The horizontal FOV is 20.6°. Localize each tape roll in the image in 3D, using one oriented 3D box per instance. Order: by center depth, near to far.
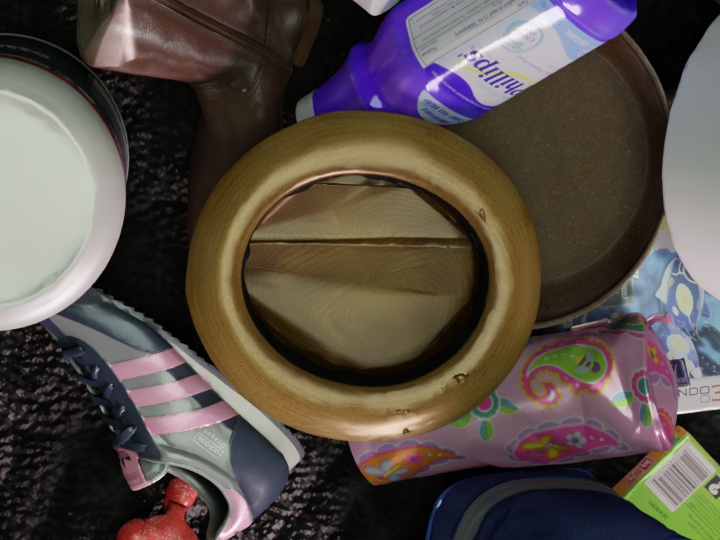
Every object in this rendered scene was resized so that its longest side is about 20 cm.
[{"bbox_3d":[0.264,-0.068,1.124,0.202,0.071,0.203,-12,109,-37],"label":"tape roll"}]

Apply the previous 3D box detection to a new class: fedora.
[{"bbox_3d":[0.000,0.000,1.125,0.200,0.082,0.201,-1,99,-8],"label":"fedora"}]

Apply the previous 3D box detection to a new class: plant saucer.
[{"bbox_3d":[0.093,-0.067,1.158,0.200,0.037,0.201,3,97,26],"label":"plant saucer"}]

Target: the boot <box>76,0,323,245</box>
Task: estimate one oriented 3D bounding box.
[{"bbox_3d":[-0.101,-0.099,1.083,0.064,0.200,0.187,13,90,25],"label":"boot"}]

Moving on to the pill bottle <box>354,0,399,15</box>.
[{"bbox_3d":[-0.040,-0.236,1.081,0.200,0.112,0.112,42,93,6],"label":"pill bottle"}]

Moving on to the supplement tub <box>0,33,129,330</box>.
[{"bbox_3d":[-0.196,-0.054,1.073,0.140,0.200,0.141,-1,102,-6],"label":"supplement tub"}]

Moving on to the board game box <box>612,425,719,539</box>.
[{"bbox_3d":[0.164,0.202,1.259,0.200,0.030,0.096,-45,102,0],"label":"board game box"}]

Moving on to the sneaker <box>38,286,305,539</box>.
[{"bbox_3d":[-0.129,0.081,1.166,0.200,0.070,0.082,38,71,-11],"label":"sneaker"}]

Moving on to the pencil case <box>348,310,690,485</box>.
[{"bbox_3d":[0.090,0.076,1.168,0.199,0.087,0.088,-9,102,16],"label":"pencil case"}]

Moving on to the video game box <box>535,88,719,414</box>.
[{"bbox_3d":[0.200,-0.011,1.216,0.182,0.047,0.201,-7,101,-8],"label":"video game box"}]

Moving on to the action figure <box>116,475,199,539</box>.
[{"bbox_3d":[-0.146,0.217,1.210,0.065,0.052,0.200,25,91,-17],"label":"action figure"}]

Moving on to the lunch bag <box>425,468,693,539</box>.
[{"bbox_3d":[0.107,0.222,1.172,0.136,0.132,0.201,1,108,-29],"label":"lunch bag"}]

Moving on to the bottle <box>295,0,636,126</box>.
[{"bbox_3d":[0.053,-0.123,1.105,0.200,0.065,0.083,-29,147,26],"label":"bottle"}]

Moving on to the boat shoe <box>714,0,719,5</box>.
[{"bbox_3d":[0.220,-0.194,1.161,0.200,0.071,0.064,42,59,-14],"label":"boat shoe"}]
